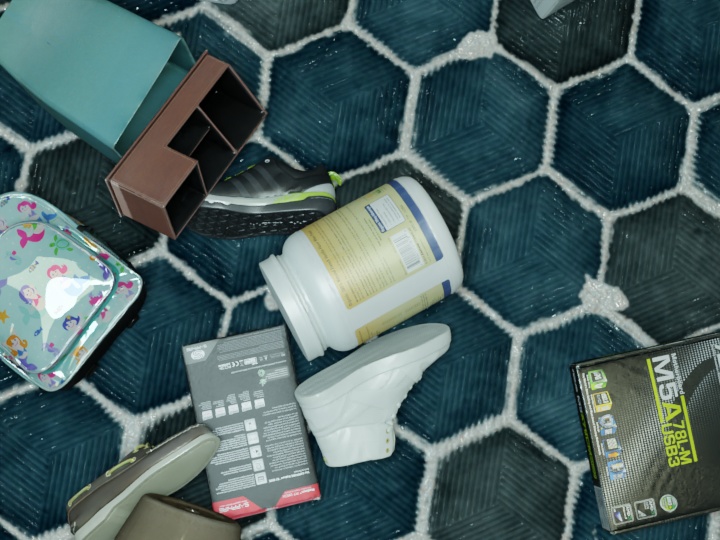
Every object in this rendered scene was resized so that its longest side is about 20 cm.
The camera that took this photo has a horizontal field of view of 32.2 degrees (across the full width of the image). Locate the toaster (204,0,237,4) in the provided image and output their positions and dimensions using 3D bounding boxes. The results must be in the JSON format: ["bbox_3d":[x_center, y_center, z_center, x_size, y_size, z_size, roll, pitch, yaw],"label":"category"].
[{"bbox_3d":[-0.194,-0.387,1.429,0.197,0.114,0.131,9,88,-6],"label":"toaster"}]

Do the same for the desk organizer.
[{"bbox_3d":[-0.189,-0.139,1.386,0.076,0.072,0.201,24,64,18],"label":"desk organizer"}]

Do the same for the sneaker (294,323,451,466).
[{"bbox_3d":[0.029,0.146,1.424,0.198,0.074,0.117,-26,108,-18],"label":"sneaker"}]

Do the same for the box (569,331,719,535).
[{"bbox_3d":[0.356,0.187,1.450,0.190,0.048,0.203,-11,86,-3],"label":"box"}]

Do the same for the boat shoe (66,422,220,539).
[{"bbox_3d":[-0.243,0.227,1.372,0.199,0.072,0.060,-40,58,9],"label":"boat shoe"}]

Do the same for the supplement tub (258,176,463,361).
[{"bbox_3d":[0.000,0.000,1.389,0.198,0.144,0.146,-28,87,-7],"label":"supplement tub"}]

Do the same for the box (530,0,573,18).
[{"bbox_3d":[0.266,-0.428,1.424,0.197,0.200,0.173,-29,89,-6],"label":"box"}]

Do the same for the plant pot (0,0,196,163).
[{"bbox_3d":[-0.305,-0.227,1.396,0.198,0.141,0.142,31,83,8],"label":"plant pot"}]

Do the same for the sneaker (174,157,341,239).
[{"bbox_3d":[-0.120,-0.088,1.439,0.197,0.072,0.084,1,61,-5],"label":"sneaker"}]

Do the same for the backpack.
[{"bbox_3d":[-0.356,0.017,1.365,0.199,0.151,0.178,39,84,5],"label":"backpack"}]

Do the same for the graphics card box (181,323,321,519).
[{"bbox_3d":[-0.124,0.171,1.411,0.124,0.051,0.203,-12,87,-5],"label":"graphics card box"}]

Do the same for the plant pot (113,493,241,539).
[{"bbox_3d":[-0.207,0.335,1.314,0.198,0.200,0.177,18,84,-3],"label":"plant pot"}]
